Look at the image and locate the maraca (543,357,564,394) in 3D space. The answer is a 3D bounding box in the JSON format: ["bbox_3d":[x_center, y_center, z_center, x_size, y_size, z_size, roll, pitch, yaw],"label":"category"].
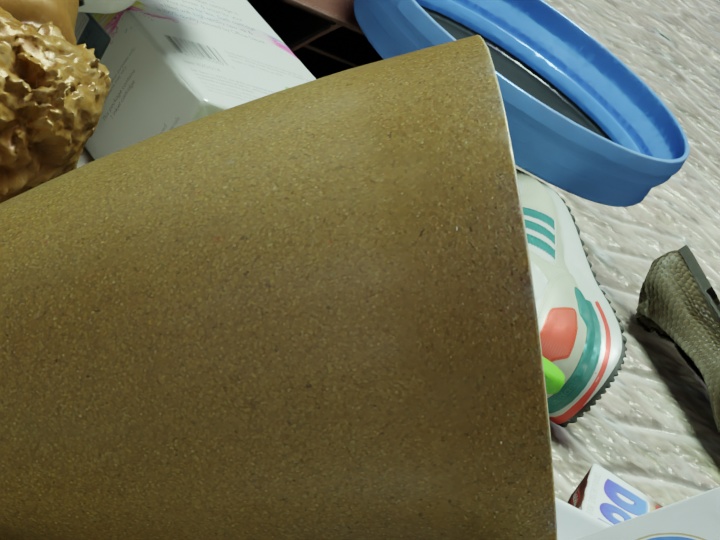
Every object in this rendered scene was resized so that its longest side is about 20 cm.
[{"bbox_3d":[0.000,0.000,1.238,0.200,0.107,0.137,26,19,-23],"label":"maraca"}]

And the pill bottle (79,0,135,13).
[{"bbox_3d":[-0.150,-0.174,1.302,0.200,0.112,0.111,5,20,2],"label":"pill bottle"}]

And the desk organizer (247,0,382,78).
[{"bbox_3d":[-0.016,-0.120,1.576,0.200,0.072,0.077,20,25,-36],"label":"desk organizer"}]

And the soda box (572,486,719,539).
[{"bbox_3d":[0.063,0.126,0.877,0.064,0.200,0.068,81,-12,-62],"label":"soda box"}]

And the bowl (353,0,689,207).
[{"bbox_3d":[0.083,-0.105,1.537,0.201,0.039,0.201,31,19,-12],"label":"bowl"}]

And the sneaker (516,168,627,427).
[{"bbox_3d":[0.058,-0.008,1.412,0.093,0.070,0.200,29,21,-32],"label":"sneaker"}]

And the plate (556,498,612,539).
[{"bbox_3d":[0.046,0.141,1.039,0.199,0.032,0.200,27,30,-16],"label":"plate"}]

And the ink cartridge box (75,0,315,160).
[{"bbox_3d":[-0.096,-0.100,1.392,0.117,0.067,0.200,13,28,-44],"label":"ink cartridge box"}]

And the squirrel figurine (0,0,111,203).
[{"bbox_3d":[-0.202,-0.090,1.090,0.187,0.142,0.200,14,24,-32],"label":"squirrel figurine"}]

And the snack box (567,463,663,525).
[{"bbox_3d":[0.113,0.141,1.203,0.072,0.024,0.200,32,19,-1],"label":"snack box"}]

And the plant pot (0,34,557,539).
[{"bbox_3d":[-0.046,0.028,0.955,0.200,0.187,0.186,-8,24,0],"label":"plant pot"}]

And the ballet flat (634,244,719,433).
[{"bbox_3d":[0.186,0.057,1.521,0.067,0.046,0.200,59,6,-38],"label":"ballet flat"}]
